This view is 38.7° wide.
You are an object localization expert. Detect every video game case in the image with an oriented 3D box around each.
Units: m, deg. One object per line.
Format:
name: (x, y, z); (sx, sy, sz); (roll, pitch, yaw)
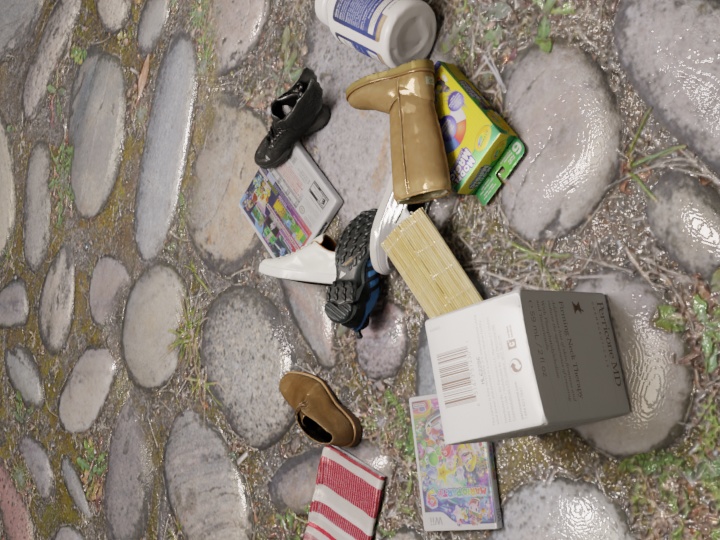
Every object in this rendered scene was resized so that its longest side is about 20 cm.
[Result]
video game case: (0.140, 0.284, 1.533); (0.142, 0.018, 0.204); (-15, 78, 43)
video game case: (-0.128, -0.119, 1.818); (0.201, 0.023, 0.183); (54, 123, 31)

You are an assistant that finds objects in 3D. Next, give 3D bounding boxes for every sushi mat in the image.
sushi mat: (0.114, 0.013, 1.535); (0.095, 0.012, 0.201); (-39, 79, 35)

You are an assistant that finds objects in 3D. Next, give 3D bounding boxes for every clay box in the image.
clay box: (0.150, -0.204, 1.526); (0.116, 0.047, 0.201); (-55, 52, 29)

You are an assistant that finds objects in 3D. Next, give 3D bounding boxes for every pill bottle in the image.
pill bottle: (0.018, -0.399, 1.623); (0.199, 0.110, 0.112); (36, 112, 39)

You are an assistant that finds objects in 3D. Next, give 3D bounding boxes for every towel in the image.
towel: (-0.031, 0.407, 1.697); (0.143, 0.023, 0.203); (22, 103, 43)

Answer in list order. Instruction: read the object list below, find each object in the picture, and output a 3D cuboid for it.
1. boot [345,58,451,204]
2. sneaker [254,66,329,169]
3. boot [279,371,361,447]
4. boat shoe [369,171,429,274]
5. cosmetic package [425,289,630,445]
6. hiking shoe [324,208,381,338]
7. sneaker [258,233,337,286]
boot: (0.052, -0.199, 1.546); (0.174, 0.066, 0.204); (-14, 78, 44)
sneaker: (-0.130, -0.256, 1.750); (0.199, 0.104, 0.061); (-36, 61, 21)
boot: (-0.086, 0.229, 1.723); (0.199, 0.075, 0.075); (34, 113, 42)
boat shoe: (0.074, -0.086, 1.589); (0.068, 0.071, 0.203); (24, 96, 42)
cosmetic package: (0.217, 0.126, 1.336); (0.165, 0.198, 0.170); (-22, 73, 42)
hiking shoe: (0.000, 0.000, 1.648); (0.073, 0.087, 0.203); (9, 71, 33)
sneaker: (-0.083, -0.020, 1.736); (0.197, 0.072, 0.086); (4, 87, 30)
